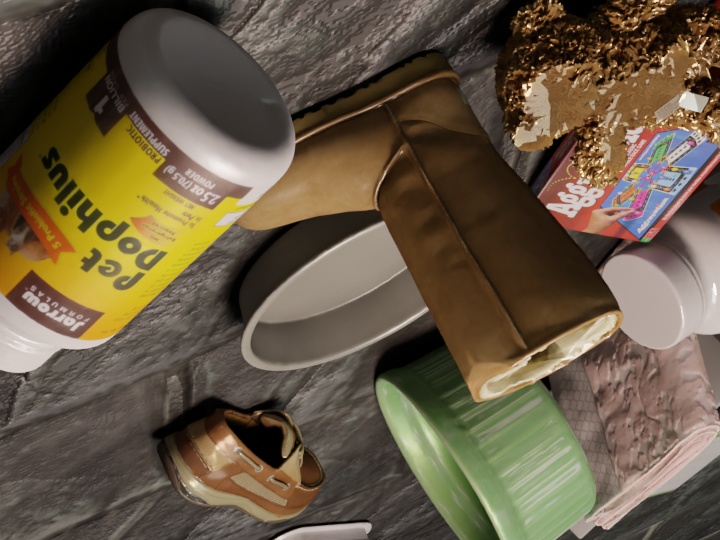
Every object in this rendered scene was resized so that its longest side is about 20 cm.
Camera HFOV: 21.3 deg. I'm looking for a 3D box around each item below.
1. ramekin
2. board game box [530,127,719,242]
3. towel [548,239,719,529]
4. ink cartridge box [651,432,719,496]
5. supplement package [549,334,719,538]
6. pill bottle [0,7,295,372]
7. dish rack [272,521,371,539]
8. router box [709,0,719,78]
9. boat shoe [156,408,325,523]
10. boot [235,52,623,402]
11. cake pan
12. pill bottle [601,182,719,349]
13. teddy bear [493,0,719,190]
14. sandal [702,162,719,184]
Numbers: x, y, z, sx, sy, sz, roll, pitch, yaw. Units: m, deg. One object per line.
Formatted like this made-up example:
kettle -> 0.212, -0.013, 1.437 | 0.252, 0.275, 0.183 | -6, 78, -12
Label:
ramekin -> 0.106, 0.146, 1.580 | 0.098, 0.200, 0.200 | -32, 159, -12
board game box -> 0.191, -0.077, 1.335 | 0.103, 0.019, 0.200 | 10, 153, -10
towel -> 0.219, 0.087, 1.590 | 0.032, 0.200, 0.191 | 5, 146, -26
ink cartridge box -> 0.381, 0.202, 2.236 | 0.145, 0.048, 0.200 | -5, 147, -46
supplement package -> 0.239, 0.132, 1.766 | 0.121, 0.120, 0.200 | -37, 168, -41
pill bottle -> -0.134, -0.034, 0.989 | 0.200, 0.109, 0.109 | -42, 155, 27
dish rack -> -0.085, 0.325, 1.931 | 0.200, 0.044, 0.172 | -41, 155, 24
router box -> 0.327, -0.182, 1.322 | 0.200, 0.049, 0.180 | -7, 150, -43
boat shoe -> -0.078, 0.150, 1.515 | 0.074, 0.076, 0.200 | -40, 157, 16
boot -> 0.029, -0.011, 1.121 | 0.175, 0.200, 0.066 | -32, 158, 6
cake pan -> 0.000, 0.000, 1.329 | 0.200, 0.037, 0.200 | -25, 158, -11
pill bottle -> 0.284, -0.018, 1.496 | 0.200, 0.111, 0.111 | -30, 162, -32
teddy bear -> 0.169, -0.125, 1.193 | 0.200, 0.067, 0.145 | -19, 130, -14
sandal -> 0.339, -0.101, 1.382 | 0.200, 0.045, 0.075 | -32, 162, 30
